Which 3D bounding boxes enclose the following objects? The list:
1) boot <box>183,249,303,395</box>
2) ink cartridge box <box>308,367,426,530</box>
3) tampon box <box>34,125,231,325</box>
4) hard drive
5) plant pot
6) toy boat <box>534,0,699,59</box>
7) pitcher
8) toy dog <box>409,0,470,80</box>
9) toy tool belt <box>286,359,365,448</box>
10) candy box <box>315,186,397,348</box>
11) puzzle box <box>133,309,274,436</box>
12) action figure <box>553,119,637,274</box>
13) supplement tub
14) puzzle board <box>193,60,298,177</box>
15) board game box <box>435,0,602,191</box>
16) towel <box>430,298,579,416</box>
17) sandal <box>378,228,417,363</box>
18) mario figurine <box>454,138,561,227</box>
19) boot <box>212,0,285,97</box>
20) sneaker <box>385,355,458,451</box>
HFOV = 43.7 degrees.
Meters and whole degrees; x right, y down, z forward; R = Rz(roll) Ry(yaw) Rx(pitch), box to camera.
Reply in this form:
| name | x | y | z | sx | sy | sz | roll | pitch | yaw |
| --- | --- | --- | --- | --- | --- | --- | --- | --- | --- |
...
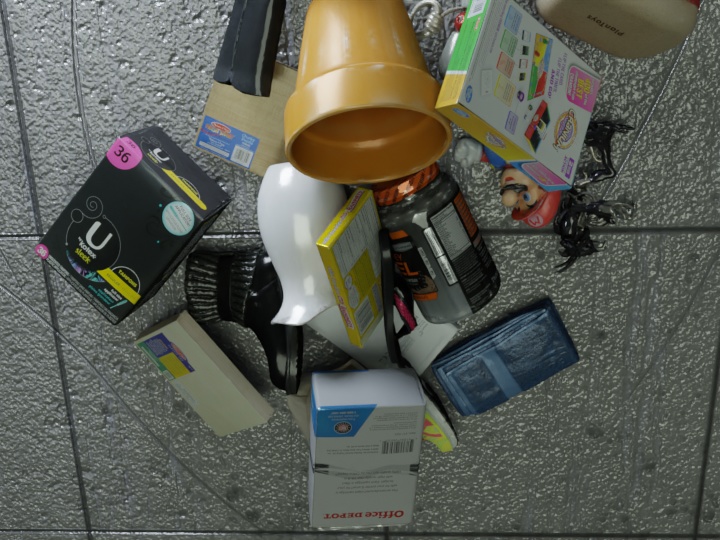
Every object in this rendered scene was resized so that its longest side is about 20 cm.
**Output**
| name | x | y | z | sx | sy | sz | roll | pitch | yaw |
| --- | --- | --- | --- | --- | --- | --- | --- | --- | --- |
| boot | -0.161 | 0.071 | 1.251 | 0.154 | 0.079 | 0.216 | -7 | 82 | 4 |
| ink cartridge box | 0.004 | 0.240 | 1.205 | 0.143 | 0.086 | 0.204 | -1 | 120 | -9 |
| tampon box | -0.298 | -0.062 | 1.193 | 0.150 | 0.126 | 0.200 | 42 | 109 | -4 |
| hard drive | 0.024 | 0.072 | 1.292 | 0.198 | 0.025 | 0.133 | 36 | 109 | -11 |
| plant pot | 0.002 | -0.230 | 1.077 | 0.195 | 0.201 | 0.188 | -8 | 71 | 6 |
| toy boat | 0.312 | -0.346 | 1.074 | 0.196 | 0.130 | 0.133 | 21 | 75 | -15 |
| pitcher | -0.053 | -0.040 | 1.188 | 0.120 | 0.169 | 0.205 | -2 | 95 | 48 |
| toy dog | 0.158 | -0.328 | 1.095 | 0.095 | 0.133 | 0.201 | 8 | 127 | -46 |
| toy tool belt | -0.015 | 0.228 | 1.306 | 0.121 | 0.125 | 0.203 | -19 | 110 | 19 |
| candy box | 0.000 | 0.000 | 1.153 | 0.026 | 0.103 | 0.202 | 17 | 145 | 27 |
| puzzle box | -0.228 | 0.153 | 1.303 | 0.132 | 0.026 | 0.201 | -22 | 113 | 45 |
| action figure | 0.309 | -0.088 | 1.167 | 0.100 | 0.119 | 0.205 | 14 | 106 | 16 |
| supplement tub | 0.097 | -0.041 | 1.192 | 0.121 | 0.123 | 0.203 | -24 | 108 | 12 |
| puzzle board | -0.110 | -0.197 | 1.200 | 0.196 | 0.017 | 0.153 | 22 | 112 | -5 |
| board game box | 0.188 | -0.207 | 1.040 | 0.198 | 0.040 | 0.156 | 29 | 72 | -31 |
| towel | 0.210 | 0.131 | 1.295 | 0.198 | 0.049 | 0.113 | -30 | 108 | 13 |
| sandal | 0.051 | 0.039 | 1.163 | 0.044 | 0.076 | 0.204 | -5 | 124 | 0 |
| mario figurine | 0.186 | -0.141 | 1.151 | 0.105 | 0.124 | 0.202 | -31 | 101 | 5 |
| boot | -0.104 | -0.307 | 1.075 | 0.065 | 0.164 | 0.204 | 10 | 105 | -36 |
| sneaker | 0.070 | 0.206 | 1.295 | 0.090 | 0.079 | 0.201 | -36 | 125 | 5 |
